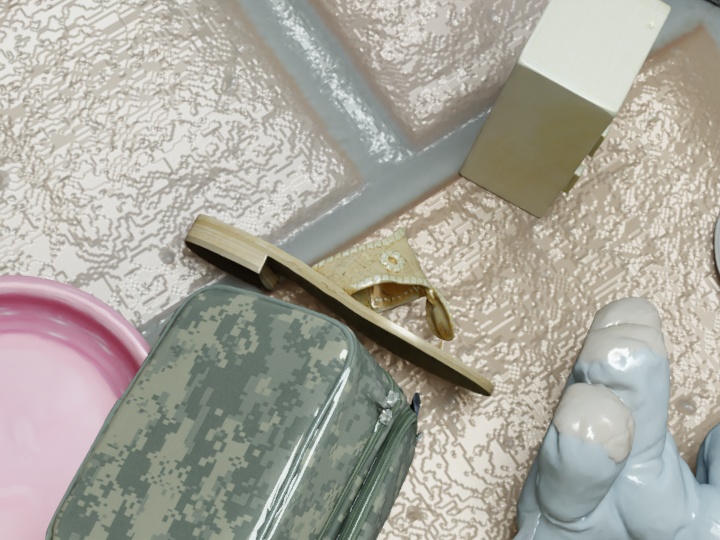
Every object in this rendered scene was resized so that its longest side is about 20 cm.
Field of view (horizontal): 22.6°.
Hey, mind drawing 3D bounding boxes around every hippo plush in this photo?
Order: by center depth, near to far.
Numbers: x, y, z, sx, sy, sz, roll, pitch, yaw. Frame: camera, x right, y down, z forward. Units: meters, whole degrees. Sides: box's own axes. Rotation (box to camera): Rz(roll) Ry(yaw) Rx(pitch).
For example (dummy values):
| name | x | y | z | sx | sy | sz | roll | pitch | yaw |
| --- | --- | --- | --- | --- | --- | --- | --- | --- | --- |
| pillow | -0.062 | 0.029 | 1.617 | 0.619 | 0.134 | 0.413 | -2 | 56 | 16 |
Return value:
| name | x | y | z | sx | sy | sz | roll | pitch | yaw |
| --- | --- | --- | --- | --- | --- | --- | --- | --- | --- |
| hippo plush | 0.181 | 0.127 | 1.043 | 0.161 | 0.159 | 0.200 | 23 | 73 | 7 |

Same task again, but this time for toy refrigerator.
| name | x | y | z | sx | sy | sz | roll | pitch | yaw |
| --- | --- | --- | --- | --- | --- | --- | --- | --- | --- |
| toy refrigerator | 0.121 | -0.103 | 1.082 | 0.070 | 0.200 | 0.076 | 29 | 73 | 1 |

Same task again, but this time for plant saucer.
| name | x | y | z | sx | sy | sz | roll | pitch | yaw |
| --- | --- | --- | --- | --- | --- | --- | --- | --- | --- |
| plant saucer | -0.208 | 0.105 | 1.068 | 0.200 | 0.051 | 0.201 | 2 | 76 | -7 |

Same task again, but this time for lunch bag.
| name | x | y | z | sx | sy | sz | roll | pitch | yaw |
| --- | --- | --- | --- | --- | --- | --- | --- | --- | --- |
| lunch bag | -0.054 | 0.128 | 1.019 | 0.139 | 0.168 | 0.200 | 15 | 67 | 30 |

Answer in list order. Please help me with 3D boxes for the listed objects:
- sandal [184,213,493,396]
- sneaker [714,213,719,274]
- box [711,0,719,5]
| name | x | y | z | sx | sy | sz | roll | pitch | yaw |
| --- | --- | --- | --- | --- | --- | --- | --- | --- | --- |
| sandal | 0.000 | -0.001 | 1.106 | 0.211 | 0.078 | 0.070 | 26 | 80 | 6 |
| sneaker | 0.275 | -0.057 | 1.140 | 0.075 | 0.100 | 0.200 | 9 | 76 | -6 |
| box | 0.324 | -0.217 | 1.180 | 0.200 | 0.115 | 0.132 | 27 | 75 | 2 |
